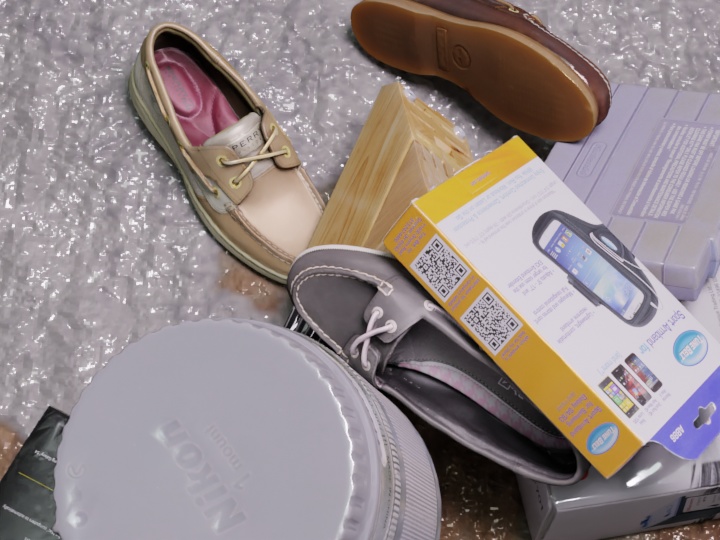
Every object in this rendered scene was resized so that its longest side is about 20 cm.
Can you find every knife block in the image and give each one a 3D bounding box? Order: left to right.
[{"bbox_3d":[0.000,0.000,1.012,0.064,0.175,0.201,34,25,-28],"label":"knife block"}]

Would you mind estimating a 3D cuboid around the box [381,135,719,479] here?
[{"bbox_3d":[0.117,0.024,0.891,0.200,0.042,0.119,48,41,8],"label":"box"}]

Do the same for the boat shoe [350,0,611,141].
[{"bbox_3d":[0.088,-0.152,1.080,0.199,0.071,0.070,31,50,28],"label":"boat shoe"}]

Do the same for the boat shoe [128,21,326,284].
[{"bbox_3d":[-0.083,-0.076,1.047,0.074,0.066,0.200,-37,77,-21],"label":"boat shoe"}]

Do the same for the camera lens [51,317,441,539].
[{"bbox_3d":[-0.049,0.115,0.814,0.159,0.200,0.161,-3,75,12],"label":"camera lens"}]

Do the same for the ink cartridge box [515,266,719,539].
[{"bbox_3d":[0.188,0.075,0.987,0.198,0.086,0.147,-9,65,-6],"label":"ink cartridge box"}]

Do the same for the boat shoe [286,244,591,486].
[{"bbox_3d":[0.045,0.051,0.887,0.199,0.067,0.057,30,28,-1],"label":"boat shoe"}]

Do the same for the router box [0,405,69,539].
[{"bbox_3d":[-0.131,0.189,0.924,0.199,0.051,0.150,27,66,7],"label":"router box"}]

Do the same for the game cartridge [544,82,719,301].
[{"bbox_3d":[0.178,-0.053,1.022,0.129,0.039,0.200,13,40,21],"label":"game cartridge"}]
